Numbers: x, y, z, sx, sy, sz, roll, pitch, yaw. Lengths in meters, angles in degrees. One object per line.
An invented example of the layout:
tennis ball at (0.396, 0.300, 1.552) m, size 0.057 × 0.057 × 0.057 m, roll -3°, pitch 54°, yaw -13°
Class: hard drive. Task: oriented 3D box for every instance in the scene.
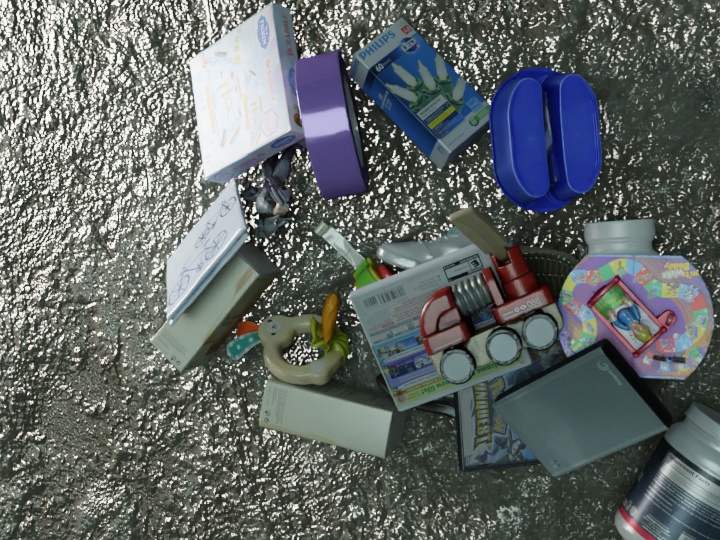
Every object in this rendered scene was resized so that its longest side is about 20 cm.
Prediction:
hard drive at (0.291, 0.185, 1.351) m, size 0.140 × 0.033 × 0.200 m, roll 49°, pitch 132°, yaw -5°

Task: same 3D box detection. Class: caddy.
caddy at (0.253, -0.182, 1.412) m, size 0.140 × 0.105 × 0.202 m, roll -5°, pitch 93°, yaw -6°

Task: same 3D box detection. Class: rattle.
rattle at (-0.120, 0.081, 1.506) m, size 0.199 × 0.143 × 0.131 m, roll 22°, pitch 69°, yaw 26°

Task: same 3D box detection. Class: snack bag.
snack bag at (-0.234, -0.032, 1.533) m, size 0.021 × 0.200 × 0.189 m, roll 35°, pitch 105°, yaw -25°

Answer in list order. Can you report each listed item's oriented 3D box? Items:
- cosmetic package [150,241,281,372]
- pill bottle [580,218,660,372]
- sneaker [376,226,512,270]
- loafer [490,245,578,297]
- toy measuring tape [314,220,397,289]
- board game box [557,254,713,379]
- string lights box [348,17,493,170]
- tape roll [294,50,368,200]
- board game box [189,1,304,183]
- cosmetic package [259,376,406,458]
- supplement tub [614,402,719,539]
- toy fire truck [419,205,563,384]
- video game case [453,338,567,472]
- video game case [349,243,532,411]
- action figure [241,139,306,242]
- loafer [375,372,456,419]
cosmetic package at (-0.220, 0.054, 1.560) m, size 0.071 × 0.105 × 0.200 m, roll 42°, pitch 104°, yaw 9°
pill bottle at (0.357, 0.034, 1.384) m, size 0.115 × 0.116 × 0.202 m, roll -3°, pitch 90°, yaw 16°
sneaker at (0.125, -0.028, 1.477) m, size 0.198 × 0.075 × 0.089 m, roll 12°, pitch 92°, yaw 5°
loafer at (0.199, 0.000, 1.399) m, size 0.198 × 0.068 × 0.077 m, roll -3°, pitch 109°, yaw 5°
toy measuring tape at (0.000, 0.000, 1.510) m, size 0.200 × 0.074 × 0.074 m, roll 45°, pitch 103°, yaw 10°
board game box at (0.349, 0.060, 1.305) m, size 0.198 × 0.039 × 0.160 m, roll 2°, pitch 92°, yaw 15°
string lights box at (0.087, -0.253, 1.458) m, size 0.103 × 0.059 × 0.200 m, roll -40°, pitch 80°, yaw -21°
tape roll at (-0.039, -0.204, 1.441) m, size 0.065 × 0.200 × 0.202 m, roll -11°, pitch 89°, yaw 4°
board game box at (-0.168, -0.258, 1.503) m, size 0.198 × 0.041 × 0.202 m, roll -21°, pitch 71°, yaw 40°
cosmetic package at (-0.039, 0.211, 1.513) m, size 0.198 × 0.103 × 0.074 m, roll 13°, pitch 97°, yaw 17°
supplement tub at (0.444, 0.293, 1.355) m, size 0.140 × 0.140 × 0.201 m, roll 31°, pitch 100°, yaw 13°
toy fire truck at (0.147, 0.025, 1.300) m, size 0.175 × 0.129 × 0.202 m, roll -23°, pitch 91°, yaw 12°
video game case at (0.221, 0.174, 1.438) m, size 0.179 × 0.025 × 0.202 m, roll -4°, pitch 90°, yaw -8°
video game case at (0.109, 0.078, 1.384) m, size 0.198 × 0.022 × 0.184 m, roll -21°, pitch 102°, yaw 11°
action figure at (-0.132, -0.140, 1.533) m, size 0.130 × 0.069 × 0.202 m, roll 6°, pitch 82°, yaw 51°
loafer at (0.121, 0.172, 1.486) m, size 0.198 × 0.073 × 0.072 m, roll 16°, pitch 94°, yaw 5°
